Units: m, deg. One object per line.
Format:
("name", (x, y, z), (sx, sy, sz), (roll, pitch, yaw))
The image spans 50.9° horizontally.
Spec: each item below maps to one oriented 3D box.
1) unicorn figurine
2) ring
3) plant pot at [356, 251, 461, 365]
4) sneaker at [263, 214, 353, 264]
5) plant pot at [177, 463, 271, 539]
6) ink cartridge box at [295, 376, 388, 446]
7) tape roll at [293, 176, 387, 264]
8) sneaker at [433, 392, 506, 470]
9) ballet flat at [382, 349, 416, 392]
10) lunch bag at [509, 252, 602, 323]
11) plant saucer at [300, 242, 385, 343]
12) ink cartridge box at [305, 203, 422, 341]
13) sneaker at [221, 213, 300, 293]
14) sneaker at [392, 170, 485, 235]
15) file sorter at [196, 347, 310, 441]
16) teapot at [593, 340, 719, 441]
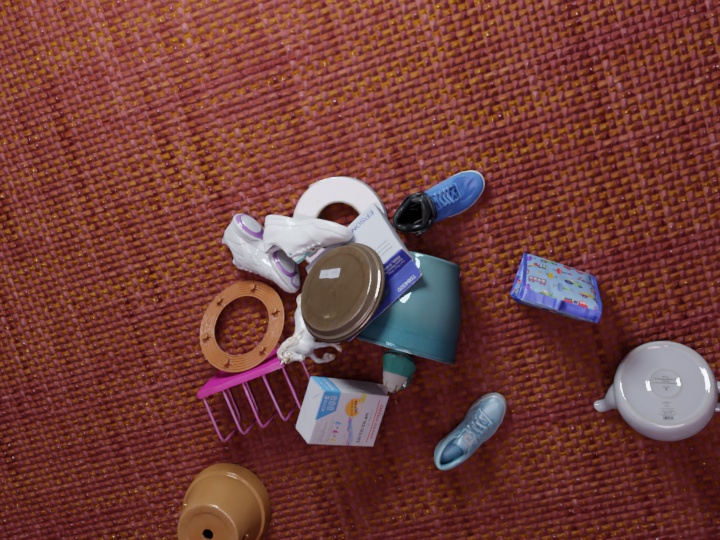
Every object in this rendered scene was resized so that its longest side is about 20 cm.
("unicorn figurine", (-0.103, 0.132, 1.529), (0.136, 0.202, 0.074), (13, 137, -22))
("ring", (-0.249, 0.112, 1.571), (0.198, 0.019, 0.203), (-9, 64, 18))
("plant pot", (0.109, 0.067, 1.477), (0.197, 0.200, 0.191), (14, 86, 7))
("sneaker", (-0.105, -0.056, 1.497), (0.198, 0.075, 0.090), (5, 81, 29))
("plant pot", (-0.306, 0.538, 1.637), (0.197, 0.140, 0.203), (1, 98, 9))
("ink cartridge box", (-0.019, 0.287, 1.530), (0.198, 0.068, 0.117), (10, 103, -34))
("tape roll", (-0.041, -0.091, 1.551), (0.200, 0.037, 0.206), (2, 98, 10))
("sneaker", (0.226, 0.338, 1.544), (0.074, 0.082, 0.201), (39, 103, 1))
("ballet flat", (0.073, 0.205, 1.490), (0.066, 0.200, 0.071), (16, 78, 10))
("lunch bag", (0.366, 0.043, 1.416), (0.149, 0.200, 0.095), (18, 101, 7))
("plant saucer", (-0.041, 0.037, 1.423), (0.198, 0.029, 0.203), (-20, 56, 32))
("ink cartridge box", (0.000, 0.000, 1.456), (0.196, 0.201, 0.043), (-43, 135, 13))
("sneaker", (-0.206, -0.024, 1.583), (0.200, 0.075, 0.100), (47, 122, 1))
("sneaker", (0.151, -0.130, 1.473), (0.198, 0.111, 0.078), (-24, 94, 12))
("file sorter", (-0.209, 0.255, 1.581), (0.198, 0.139, 0.127), (-21, 97, 12))
("teapot", (0.581, 0.240, 1.440), (0.197, 0.146, 0.200), (-43, 56, -6))
